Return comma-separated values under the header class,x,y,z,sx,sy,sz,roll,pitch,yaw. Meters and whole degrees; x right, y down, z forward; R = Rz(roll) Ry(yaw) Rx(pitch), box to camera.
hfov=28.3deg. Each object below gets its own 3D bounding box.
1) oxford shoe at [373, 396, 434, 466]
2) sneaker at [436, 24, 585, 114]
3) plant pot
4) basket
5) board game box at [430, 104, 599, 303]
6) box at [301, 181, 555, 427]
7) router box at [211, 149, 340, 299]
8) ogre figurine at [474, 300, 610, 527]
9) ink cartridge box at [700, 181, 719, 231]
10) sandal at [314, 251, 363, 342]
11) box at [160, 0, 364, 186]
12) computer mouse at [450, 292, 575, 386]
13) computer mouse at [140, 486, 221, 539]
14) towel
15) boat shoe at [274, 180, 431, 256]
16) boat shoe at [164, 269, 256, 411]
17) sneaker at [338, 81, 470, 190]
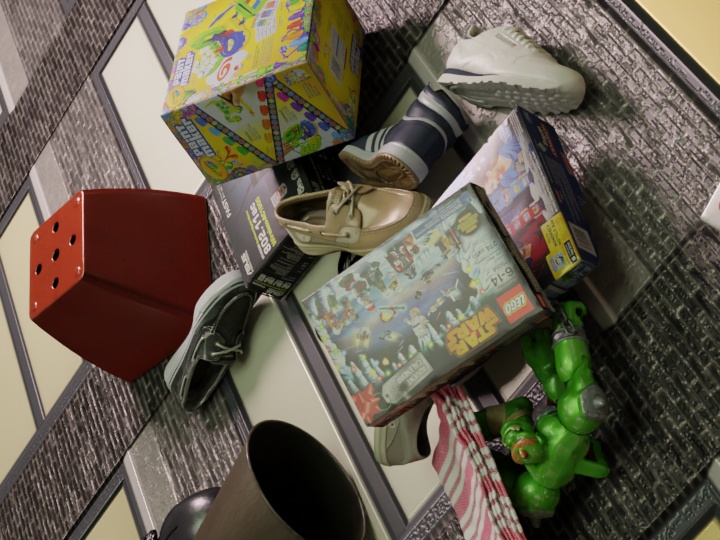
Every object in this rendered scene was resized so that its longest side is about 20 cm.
class,x,y,z,sx,sy,sz,roll,pitch,yaw
oxford shoe,0.048,0.096,1.376,0.057,0.075,0.201,6,106,16
sneaker,0.158,-0.211,1.459,0.200,0.076,0.081,19,81,51
plant pot,-0.327,0.003,1.879,0.200,0.176,0.201,-34,50,38
basket,-0.108,0.292,1.523,0.200,0.136,0.181,-53,46,27
board game box,0.124,-0.018,1.366,0.200,0.062,0.201,-41,45,29
box,0.058,0.033,1.291,0.200,0.040,0.137,-36,71,19
router box,-0.099,-0.088,1.727,0.150,0.062,0.200,-50,42,27
ogre figurine,0.166,0.137,1.276,0.200,0.098,0.120,-49,32,15
ink cartridge box,0.382,-0.054,1.099,0.200,0.083,0.147,39,106,51
sandal,0.000,0.000,1.580,0.200,0.045,0.075,-54,40,20
box,-0.110,-0.232,1.664,0.192,0.122,0.201,-16,42,21
computer mouse,0.122,0.049,1.409,0.200,0.044,0.110,-42,46,32
computer mouse,-0.212,0.328,1.696,0.200,0.053,0.139,-45,44,30
towel,0.105,0.219,1.299,0.147,0.030,0.201,89,164,-50
boat shoe,-0.012,-0.061,1.540,0.199,0.065,0.072,-5,53,45
boat shoe,-0.173,0.090,1.750,0.071,0.072,0.200,55,128,37
sneaker,0.050,-0.145,1.566,0.109,0.070,0.200,-51,17,-10
